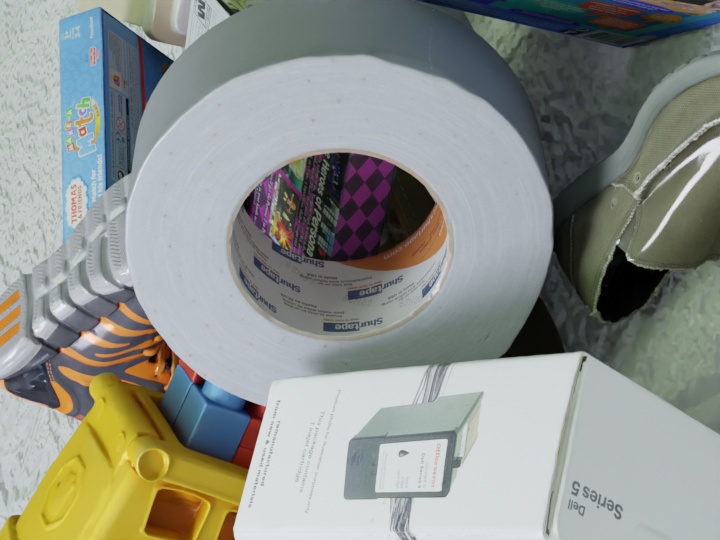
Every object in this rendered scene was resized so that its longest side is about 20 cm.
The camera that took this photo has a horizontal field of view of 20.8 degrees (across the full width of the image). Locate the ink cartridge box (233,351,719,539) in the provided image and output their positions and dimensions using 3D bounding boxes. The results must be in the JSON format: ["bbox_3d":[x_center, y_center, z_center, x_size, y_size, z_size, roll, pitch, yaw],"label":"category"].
[{"bbox_3d":[0.065,0.106,0.877,0.199,0.145,0.084,-8,60,47],"label":"ink cartridge box"}]

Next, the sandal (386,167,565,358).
[{"bbox_3d":[0.043,-0.008,1.058,0.070,0.077,0.213,-55,46,46],"label":"sandal"}]

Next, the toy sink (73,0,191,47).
[{"bbox_3d":[-0.087,-0.196,1.270,0.200,0.130,0.113,22,103,58],"label":"toy sink"}]

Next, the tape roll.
[{"bbox_3d":[-0.010,-0.028,0.922,0.066,0.199,0.201,-91,24,-55],"label":"tape roll"}]

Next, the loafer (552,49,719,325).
[{"bbox_3d":[0.153,-0.035,0.884,0.200,0.075,0.070,129,133,-57],"label":"loafer"}]

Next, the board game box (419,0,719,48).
[{"bbox_3d":[0.122,-0.147,0.873,0.200,0.151,0.045,-5,78,59],"label":"board game box"}]

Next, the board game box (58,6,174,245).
[{"bbox_3d":[-0.122,-0.058,1.247,0.036,0.200,0.152,-13,69,23],"label":"board game box"}]

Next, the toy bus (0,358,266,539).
[{"bbox_3d":[-0.067,0.129,1.023,0.193,0.199,0.136,-63,28,7],"label":"toy bus"}]

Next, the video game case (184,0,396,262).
[{"bbox_3d":[-0.051,-0.037,1.074,0.181,0.036,0.201,51,142,40],"label":"video game case"}]

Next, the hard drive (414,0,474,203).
[{"bbox_3d":[0.022,-0.122,0.982,0.026,0.200,0.132,-20,36,22],"label":"hard drive"}]

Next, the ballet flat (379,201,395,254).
[{"bbox_3d":[0.000,0.000,1.099,0.072,0.072,0.202,9,107,60],"label":"ballet flat"}]

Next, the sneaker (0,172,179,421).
[{"bbox_3d":[-0.117,0.017,1.109,0.200,0.112,0.078,-34,40,28],"label":"sneaker"}]
